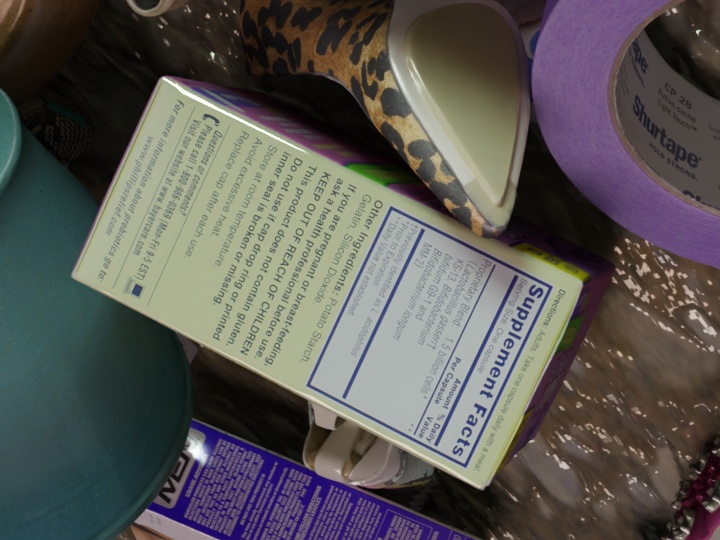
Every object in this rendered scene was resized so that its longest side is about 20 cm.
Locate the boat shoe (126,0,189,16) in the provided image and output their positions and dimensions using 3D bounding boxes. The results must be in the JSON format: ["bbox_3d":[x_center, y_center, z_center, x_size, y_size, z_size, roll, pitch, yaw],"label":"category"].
[{"bbox_3d":[-0.057,-0.187,0.946,0.074,0.069,0.200,25,138,6],"label":"boat shoe"}]

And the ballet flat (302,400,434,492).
[{"bbox_3d":[-0.005,0.064,1.177,0.069,0.071,0.201,9,137,19],"label":"ballet flat"}]

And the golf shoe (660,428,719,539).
[{"bbox_3d":[0.220,0.105,1.094,0.091,0.076,0.200,30,141,-8],"label":"golf shoe"}]

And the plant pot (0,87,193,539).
[{"bbox_3d":[-0.196,0.016,1.031,0.199,0.201,0.188,8,140,22],"label":"plant pot"}]

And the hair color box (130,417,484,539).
[{"bbox_3d":[-0.031,0.153,1.265,0.199,0.065,0.109,23,163,8],"label":"hair color box"}]

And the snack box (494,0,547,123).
[{"bbox_3d":[0.093,-0.143,0.942,0.072,0.024,0.200,31,139,-6],"label":"snack box"}]

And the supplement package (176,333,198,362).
[{"bbox_3d":[-0.211,0.091,1.220,0.155,0.200,0.111,-17,123,40],"label":"supplement package"}]

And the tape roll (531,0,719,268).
[{"bbox_3d":[0.171,-0.086,0.904,0.199,0.066,0.201,10,140,9],"label":"tape roll"}]

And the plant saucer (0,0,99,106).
[{"bbox_3d":[-0.216,-0.149,1.028,0.199,0.035,0.201,0,115,-1],"label":"plant saucer"}]

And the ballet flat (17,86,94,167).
[{"bbox_3d":[-0.205,-0.036,1.196,0.075,0.068,0.200,20,143,-32],"label":"ballet flat"}]

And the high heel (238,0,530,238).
[{"bbox_3d":[0.006,-0.070,0.965,0.071,0.201,0.143,-1,147,-31],"label":"high heel"}]

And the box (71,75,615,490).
[{"bbox_3d":[0.000,0.000,1.006,0.199,0.176,0.097,27,97,9],"label":"box"}]
